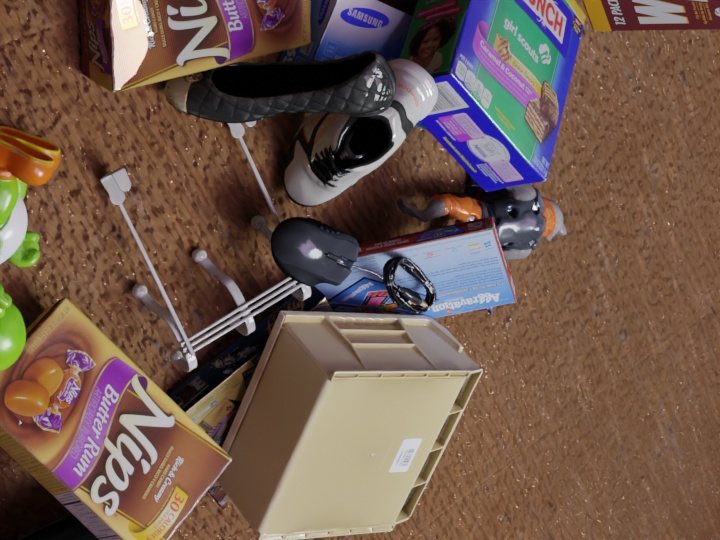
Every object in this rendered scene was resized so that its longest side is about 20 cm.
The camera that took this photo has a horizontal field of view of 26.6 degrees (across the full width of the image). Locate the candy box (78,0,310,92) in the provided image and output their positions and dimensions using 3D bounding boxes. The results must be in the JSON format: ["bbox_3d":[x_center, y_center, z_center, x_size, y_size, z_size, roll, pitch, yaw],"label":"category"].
[{"bbox_3d":[-0.132,-0.226,1.241,0.200,0.056,0.117,-20,126,-33],"label":"candy box"}]

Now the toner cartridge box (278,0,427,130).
[{"bbox_3d":[0.020,-0.196,1.409,0.200,0.043,0.095,13,102,-47],"label":"toner cartridge box"}]

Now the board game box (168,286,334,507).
[{"bbox_3d":[-0.093,0.121,1.470,0.200,0.035,0.136,-39,134,-10],"label":"board game box"}]

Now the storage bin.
[{"bbox_3d":[-0.011,0.148,1.449,0.198,0.094,0.200,3,121,-40],"label":"storage bin"}]

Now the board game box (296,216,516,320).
[{"bbox_3d":[0.042,0.010,1.471,0.200,0.019,0.103,-11,131,12],"label":"board game box"}]

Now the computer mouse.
[{"bbox_3d":[0.000,0.000,1.392,0.200,0.034,0.059,20,89,-37],"label":"computer mouse"}]

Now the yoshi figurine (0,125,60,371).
[{"bbox_3d":[-0.283,-0.004,1.187,0.112,0.112,0.200,15,104,-50],"label":"yoshi figurine"}]

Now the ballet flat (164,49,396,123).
[{"bbox_3d":[-0.068,-0.159,1.261,0.057,0.200,0.067,76,19,-45],"label":"ballet flat"}]

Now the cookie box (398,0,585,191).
[{"bbox_3d":[0.123,-0.204,1.407,0.171,0.075,0.200,42,53,-40],"label":"cookie box"}]

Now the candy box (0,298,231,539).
[{"bbox_3d":[-0.219,0.135,1.269,0.200,0.056,0.117,46,61,-14],"label":"candy box"}]

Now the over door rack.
[{"bbox_3d":[-0.137,-0.032,1.347,0.148,0.067,0.200,-32,118,-28],"label":"over door rack"}]

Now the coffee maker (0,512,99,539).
[{"bbox_3d":[-0.267,0.288,1.305,0.200,0.192,0.135,-22,104,-38],"label":"coffee maker"}]

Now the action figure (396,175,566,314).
[{"bbox_3d":[0.129,-0.021,1.572,0.193,0.105,0.200,-18,122,-23],"label":"action figure"}]

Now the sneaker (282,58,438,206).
[{"bbox_3d":[-0.016,-0.110,1.338,0.074,0.200,0.080,41,47,-7],"label":"sneaker"}]

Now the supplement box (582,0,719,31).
[{"bbox_3d":[0.321,-0.344,1.449,0.200,0.197,0.133,-65,144,-30],"label":"supplement box"}]
